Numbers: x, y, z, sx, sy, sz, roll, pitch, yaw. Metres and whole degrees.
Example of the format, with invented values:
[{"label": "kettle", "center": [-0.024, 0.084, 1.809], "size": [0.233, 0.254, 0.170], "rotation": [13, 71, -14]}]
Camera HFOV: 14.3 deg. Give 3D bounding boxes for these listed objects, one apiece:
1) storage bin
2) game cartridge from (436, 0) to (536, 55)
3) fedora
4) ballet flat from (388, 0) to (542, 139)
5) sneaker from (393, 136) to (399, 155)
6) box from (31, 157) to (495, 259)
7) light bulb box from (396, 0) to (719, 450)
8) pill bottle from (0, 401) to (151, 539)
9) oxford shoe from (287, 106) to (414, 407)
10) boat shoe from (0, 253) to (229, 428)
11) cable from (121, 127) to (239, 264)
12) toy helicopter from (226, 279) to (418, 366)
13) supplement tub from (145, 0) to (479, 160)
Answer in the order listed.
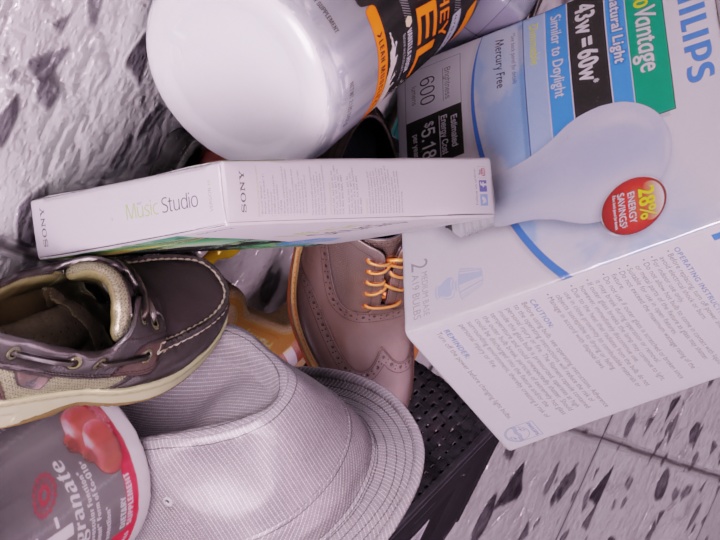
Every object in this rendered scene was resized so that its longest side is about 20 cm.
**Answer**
[{"label": "storage bin", "center": [-0.005, 0.160, 1.884], "size": [0.200, 0.094, 0.135], "rotation": [-40, 160, -46]}, {"label": "game cartridge", "center": [0.079, -0.180, 1.698], "size": [0.134, 0.040, 0.200], "rotation": [-58, -170, -11]}, {"label": "fedora", "center": [-0.074, 0.090, 1.516], "size": [0.177, 0.199, 0.090], "rotation": [-53, 132, -31]}, {"label": "ballet flat", "center": [0.075, -0.130, 1.838], "size": [0.201, 0.068, 0.068], "rotation": [-63, 174, 2]}, {"label": "sneaker", "center": [0.007, -0.038, 1.701], "size": [0.200, 0.114, 0.076], "rotation": [-11, 121, -60]}, {"label": "box", "center": [-0.048, -0.032, 1.482], "size": [0.200, 0.144, 0.037], "rotation": [-1, 85, -46]}, {"label": "light bulb box", "center": [0.136, -0.039, 1.573], "size": [0.125, 0.199, 0.199], "rotation": [47, 30, -43]}, {"label": "pill bottle", "center": [-0.199, 0.130, 1.408], "size": [0.200, 0.110, 0.111], "rotation": [-33, 142, -54]}, {"label": "oxford shoe", "center": [0.000, 0.000, 1.623], "size": [0.071, 0.073, 0.201], "rotation": [-16, 106, -21]}, {"label": "boat shoe", "center": [-0.132, 0.027, 1.432], "size": [0.200, 0.073, 0.065], "rotation": [-22, 155, -47]}, {"label": "cable", "center": [-0.110, 0.004, 1.568], "size": [0.200, 0.050, 0.097], "rotation": [-59, 154, -16]}, {"label": "toy helicopter", "center": [-0.059, 0.054, 1.742], "size": [0.133, 0.079, 0.200], "rotation": [-57, 148, 3]}, {"label": "supplement tub", "center": [-0.013, -0.149, 1.531], "size": [0.200, 0.122, 0.123], "rotation": [-44, 151, -43]}]
